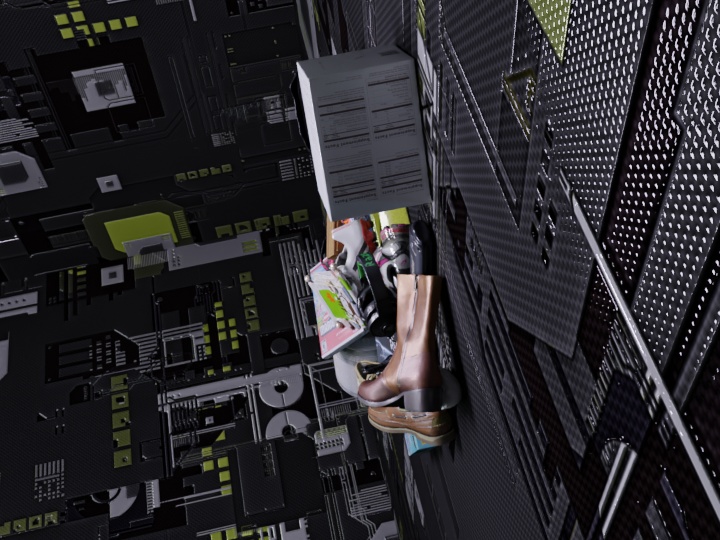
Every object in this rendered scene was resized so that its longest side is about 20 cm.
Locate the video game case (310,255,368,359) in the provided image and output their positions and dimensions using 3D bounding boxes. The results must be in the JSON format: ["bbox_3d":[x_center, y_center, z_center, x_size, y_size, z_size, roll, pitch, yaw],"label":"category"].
[{"bbox_3d":[-0.045,0.059,1.820,0.143,0.017,0.202,-37,53,42],"label":"video game case"}]

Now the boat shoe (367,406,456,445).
[{"bbox_3d":[0.082,0.234,1.518,0.199,0.072,0.069,3,115,49],"label":"boat shoe"}]

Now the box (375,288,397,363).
[{"bbox_3d":[0.081,0.156,1.590,0.160,0.043,0.202,48,153,47],"label":"box"}]

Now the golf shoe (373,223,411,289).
[{"bbox_3d":[0.057,-0.002,1.510,0.200,0.071,0.093,90,179,-70],"label":"golf shoe"}]

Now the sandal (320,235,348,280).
[{"bbox_3d":[-0.055,-0.047,1.810,0.075,0.045,0.203,-17,67,49],"label":"sandal"}]

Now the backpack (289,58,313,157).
[{"bbox_3d":[-0.047,-0.291,1.705,0.200,0.152,0.194,-65,-28,-88],"label":"backpack"}]

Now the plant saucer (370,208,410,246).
[{"bbox_3d":[0.044,-0.116,1.625,0.200,0.047,0.202,97,161,-75],"label":"plant saucer"}]

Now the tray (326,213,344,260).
[{"bbox_3d":[-0.016,-0.117,1.793,0.037,0.097,0.203,-29,57,57],"label":"tray"}]

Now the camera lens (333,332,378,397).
[{"bbox_3d":[0.018,0.162,1.916,0.161,0.158,0.202,-107,7,-48],"label":"camera lens"}]

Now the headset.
[{"bbox_3d":[0.021,0.071,1.462,0.124,0.093,0.202,-123,15,-68],"label":"headset"}]

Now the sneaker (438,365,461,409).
[{"bbox_3d":[0.111,0.177,1.407,0.199,0.079,0.078,179,93,-66],"label":"sneaker"}]

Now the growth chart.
[{"bbox_3d":[-0.039,0.054,1.683,0.145,0.018,0.200,54,160,-7],"label":"growth chart"}]

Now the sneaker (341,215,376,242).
[{"bbox_3d":[0.000,-0.064,1.724,0.201,0.078,0.075,55,158,3],"label":"sneaker"}]

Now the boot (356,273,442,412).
[{"bbox_3d":[0.055,0.106,1.359,0.188,0.068,0.203,-8,82,63],"label":"boot"}]

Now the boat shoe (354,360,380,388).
[{"bbox_3d":[0.030,0.186,1.592,0.064,0.073,0.201,62,169,2],"label":"boat shoe"}]

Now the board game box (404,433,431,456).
[{"bbox_3d":[0.109,0.282,1.789,0.200,0.046,0.153,95,163,-75],"label":"board game box"}]

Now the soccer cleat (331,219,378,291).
[{"bbox_3d":[0.000,0.000,1.628,0.069,0.084,0.202,-100,-2,-57],"label":"soccer cleat"}]

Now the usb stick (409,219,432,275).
[{"bbox_3d":[0.094,0.002,1.393,0.201,0.032,0.056,86,173,-53],"label":"usb stick"}]

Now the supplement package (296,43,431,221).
[{"bbox_3d":[0.004,-0.200,1.286,0.152,0.148,0.203,-114,14,-67],"label":"supplement package"}]
